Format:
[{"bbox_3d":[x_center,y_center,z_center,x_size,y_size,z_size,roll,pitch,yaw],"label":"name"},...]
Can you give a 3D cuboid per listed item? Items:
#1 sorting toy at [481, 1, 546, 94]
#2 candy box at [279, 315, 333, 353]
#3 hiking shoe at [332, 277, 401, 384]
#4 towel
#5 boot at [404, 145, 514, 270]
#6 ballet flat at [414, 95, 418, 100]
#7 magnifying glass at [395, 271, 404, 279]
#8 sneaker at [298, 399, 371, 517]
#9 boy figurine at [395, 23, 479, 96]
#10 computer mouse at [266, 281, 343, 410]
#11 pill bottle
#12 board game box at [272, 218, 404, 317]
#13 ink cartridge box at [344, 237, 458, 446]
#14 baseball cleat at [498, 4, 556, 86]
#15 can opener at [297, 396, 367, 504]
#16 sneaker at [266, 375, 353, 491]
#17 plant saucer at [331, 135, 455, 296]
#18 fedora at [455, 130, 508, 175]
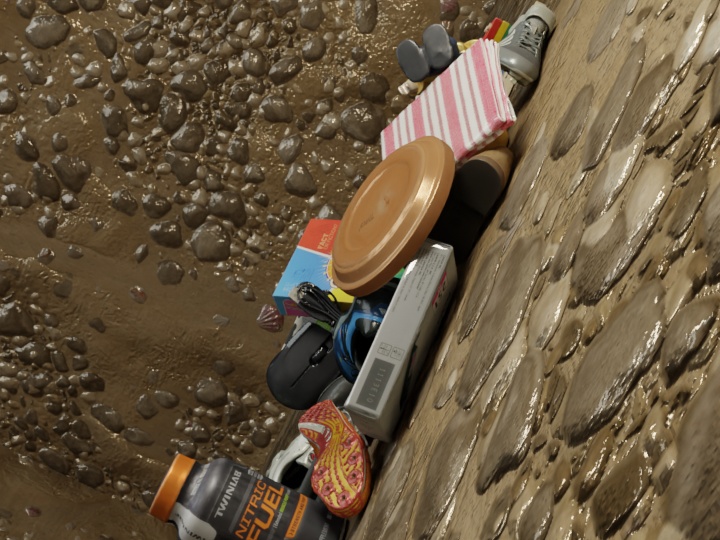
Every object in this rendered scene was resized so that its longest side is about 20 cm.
[{"bbox_3d":[0.202,-0.313,1.617,0.201,0.069,0.199,-65,3,-24],"label":"sorting toy"},{"bbox_3d":[-0.022,0.087,1.440,0.201,0.136,0.061,-64,-13,-10],"label":"candy box"},{"bbox_3d":[0.001,0.088,1.166,0.200,0.074,0.087,102,180,-53],"label":"hiking shoe"},{"bbox_3d":[0.097,-0.163,1.178,0.200,0.030,0.147,-40,38,35],"label":"towel"},{"bbox_3d":[0.115,-0.064,1.162,0.075,0.074,0.200,-44,-7,-49],"label":"boot"},{"bbox_3d":[0.117,-0.215,1.436,0.071,0.067,0.200,-53,-43,-10],"label":"ballet flat"},{"bbox_3d":[0.048,0.024,1.270,0.201,0.079,0.022,-98,-9,-48],"label":"magnifying glass"},{"bbox_3d":[-0.015,0.211,1.105,0.073,0.077,0.200,-35,21,5],"label":"sneaker"},{"bbox_3d":[0.109,-0.256,1.300,0.124,0.065,0.200,-25,-13,18],"label":"boy figurine"},{"bbox_3d":[-0.071,0.121,1.338,0.200,0.138,0.053,-55,-3,37],"label":"computer mouse"},{"bbox_3d":[-0.124,0.272,1.085,0.107,0.199,0.106,-64,3,0],"label":"pill bottle"},{"bbox_3d":[0.000,0.000,1.364,0.040,0.199,0.153,70,-147,-43],"label":"board game box"},{"bbox_3d":[0.052,0.089,1.091,0.174,0.043,0.201,68,-136,-64],"label":"ink cartridge box"},{"bbox_3d":[0.213,-0.300,1.317,0.107,0.070,0.200,-57,8,15],"label":"baseball cleat"},{"bbox_3d":[-0.027,0.245,1.240,0.067,0.053,0.201,12,-74,-59],"label":"can opener"},{"bbox_3d":[-0.047,0.224,1.295,0.200,0.074,0.089,-55,8,5],"label":"sneaker"},{"bbox_3d":[0.028,-0.065,1.119,0.200,0.032,0.201,-46,24,28],"label":"plant saucer"},{"bbox_3d":[0.130,-0.141,1.278,0.201,0.082,0.201,-58,1,2],"label":"fedora"}]
